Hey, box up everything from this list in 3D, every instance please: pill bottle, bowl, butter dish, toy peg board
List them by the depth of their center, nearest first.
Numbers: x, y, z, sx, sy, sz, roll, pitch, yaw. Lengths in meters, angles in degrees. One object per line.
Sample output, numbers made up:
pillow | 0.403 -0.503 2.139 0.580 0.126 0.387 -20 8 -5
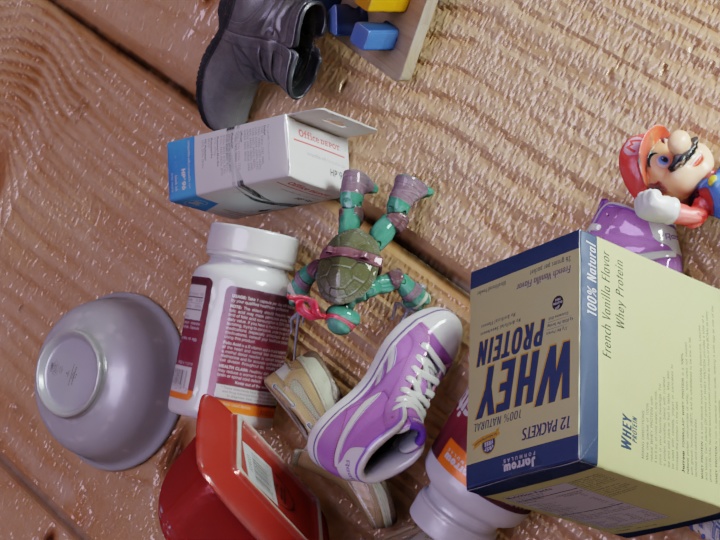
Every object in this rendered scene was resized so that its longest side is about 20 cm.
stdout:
pill bottle | 0.132 0.164 1.621 0.113 0.113 0.201 37 102 32
butter dish | -0.131 0.252 1.682 0.147 0.200 0.200 -38 107 9
toy peg board | -0.015 -0.327 1.777 0.200 0.097 0.201 40 121 35
pill bottle | -0.128 0.058 1.813 0.113 0.114 0.202 9 87 34
bowl | -0.296 0.118 1.928 0.199 0.090 0.204 -7 78 32

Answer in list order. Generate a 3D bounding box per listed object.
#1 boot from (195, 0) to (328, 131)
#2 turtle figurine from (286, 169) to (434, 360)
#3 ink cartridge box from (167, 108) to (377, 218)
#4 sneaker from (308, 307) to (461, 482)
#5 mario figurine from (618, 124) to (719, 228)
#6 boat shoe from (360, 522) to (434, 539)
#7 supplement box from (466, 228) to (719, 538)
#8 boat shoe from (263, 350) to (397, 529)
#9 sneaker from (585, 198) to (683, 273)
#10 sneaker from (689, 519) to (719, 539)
boot | -0.104 -0.210 1.833 0.131 0.069 0.202 38 131 35
turtle figurine | 0.000 0.000 1.740 0.148 0.101 0.202 14 73 11
ink cartridge box | -0.090 -0.110 1.815 0.198 0.116 0.069 -10 77 33
sneaker | 0.050 0.124 1.655 0.201 0.073 0.114 -51 29 -16
mario figurine | 0.319 -0.084 1.541 0.199 0.123 0.107 21 106 30
boat shoe | 0.012 0.302 1.713 0.199 0.071 0.065 -26 33 36
supplement box | 0.206 0.102 1.473 0.134 0.198 0.202 -23 56 46
boat shoe | -0.034 0.180 1.739 0.076 0.072 0.201 -25 62 -13
sneaker | 0.206 -0.006 1.634 0.198 0.073 0.116 -5 75 22
sneaker | 0.317 0.210 1.524 0.088 0.075 0.202 -38 54 31
